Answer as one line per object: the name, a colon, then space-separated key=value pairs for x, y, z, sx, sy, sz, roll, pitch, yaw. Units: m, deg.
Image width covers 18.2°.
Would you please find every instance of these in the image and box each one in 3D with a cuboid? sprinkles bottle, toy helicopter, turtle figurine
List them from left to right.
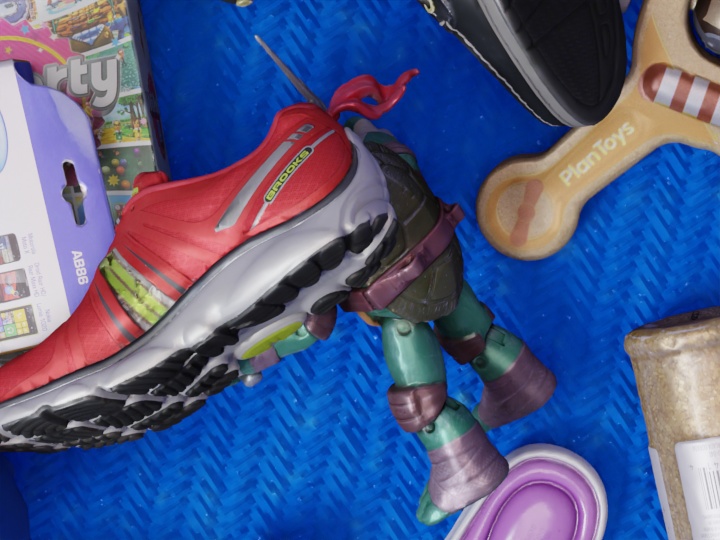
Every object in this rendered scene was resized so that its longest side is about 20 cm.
turtle figurine: x=0.000 y=0.000 z=0.946 sx=0.150 sy=0.101 sz=0.200 roll=-45 pitch=106 yaw=-31
toy helicopter: x=0.124 y=-0.083 z=0.973 sx=0.200 sy=0.079 sz=0.132 roll=-40 pitch=97 yaw=16
sprinkles bottle: x=0.168 y=0.117 z=0.981 sx=0.068 sy=0.068 sz=0.200 roll=-12 pitch=92 yaw=3

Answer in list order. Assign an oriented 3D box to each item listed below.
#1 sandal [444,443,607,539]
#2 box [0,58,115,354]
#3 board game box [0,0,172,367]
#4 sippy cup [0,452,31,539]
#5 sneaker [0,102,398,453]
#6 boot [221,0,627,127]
sandal: x=0.048 y=0.172 z=0.998 sx=0.082 sy=0.050 sz=0.203 roll=19 pitch=94 yaw=1
box: x=-0.201 y=-0.015 z=0.943 sx=0.200 sy=0.041 sz=0.119 roll=-12 pitch=94 yaw=2
board game box: x=-0.158 y=-0.043 z=0.989 sx=0.147 sy=0.064 sz=0.200 roll=-11 pitch=92 yaw=2
sippy cup: x=-0.210 y=0.109 z=0.911 sx=0.130 sy=0.178 sz=0.140 roll=-31 pitch=56 yaw=9
sneaker: x=-0.078 y=0.005 z=0.894 sx=0.200 sy=0.077 sz=0.085 roll=-33 pitch=68 yaw=12
boot: x=0.009 y=-0.135 z=0.952 sx=0.204 sy=0.154 sz=0.073 roll=54 pitch=50 yaw=-17
